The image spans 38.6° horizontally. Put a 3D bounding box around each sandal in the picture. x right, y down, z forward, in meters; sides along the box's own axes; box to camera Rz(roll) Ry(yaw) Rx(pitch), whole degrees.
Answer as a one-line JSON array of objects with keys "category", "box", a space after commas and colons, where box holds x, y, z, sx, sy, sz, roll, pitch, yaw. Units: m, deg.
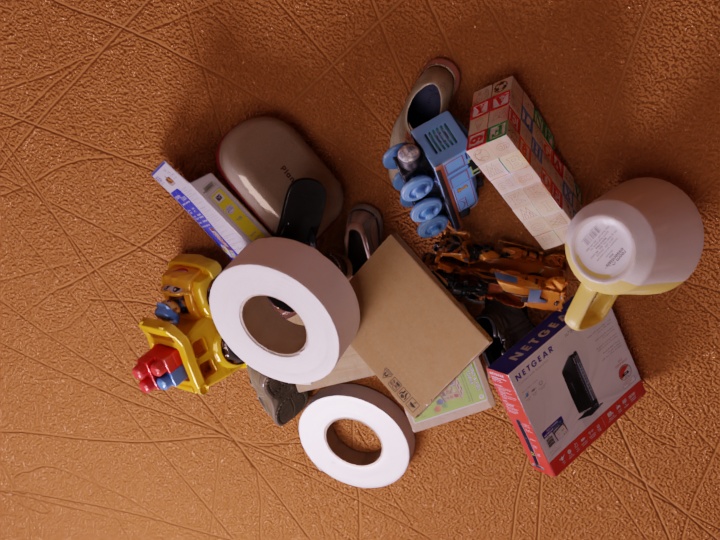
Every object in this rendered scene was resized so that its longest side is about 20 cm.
[{"category": "sandal", "box": [-0.090, -0.029, 1.421, 0.075, 0.045, 0.201, 4, 115, -20]}]

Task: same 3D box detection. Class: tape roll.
[{"category": "tape roll", "box": [-0.103, 0.057, 1.400, 0.202, 0.071, 0.203, 15, 130, 19]}, {"category": "tape roll", "box": [-0.007, 0.282, 1.742, 0.202, 0.037, 0.203, 11, 125, 16]}]

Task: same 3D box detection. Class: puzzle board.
[{"category": "puzzle board", "box": [-0.045, 0.098, 1.568, 0.200, 0.017, 0.151, -18, 91, 39]}]

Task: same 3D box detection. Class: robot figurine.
[{"category": "robot figurine", "box": [0.185, -0.004, 1.421, 0.199, 0.145, 0.058, 13, 119, 4]}]

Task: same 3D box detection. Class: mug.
[{"category": "mug", "box": [0.328, -0.017, 1.266, 0.149, 0.153, 0.187, 1, 98, 35]}]

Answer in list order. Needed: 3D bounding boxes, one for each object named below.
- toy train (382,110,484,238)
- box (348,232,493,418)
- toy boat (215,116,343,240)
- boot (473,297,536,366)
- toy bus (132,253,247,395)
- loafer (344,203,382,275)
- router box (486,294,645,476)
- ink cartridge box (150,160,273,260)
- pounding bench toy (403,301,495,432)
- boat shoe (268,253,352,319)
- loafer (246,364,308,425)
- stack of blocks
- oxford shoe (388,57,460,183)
[{"category": "toy train", "box": [0.105, -0.119, 1.366, 0.114, 0.087, 0.200, -28, 151, 2]}, {"category": "box", "box": [0.061, 0.076, 1.398, 0.200, 0.021, 0.164, 48, 116, 14]}, {"category": "toy boat", "box": [-0.128, -0.126, 1.496, 0.200, 0.131, 0.131, 50, 155, -13]}, {"category": "boot", "box": [0.223, 0.122, 1.483, 0.070, 0.132, 0.200, -26, 108, 33]}, {"category": "toy bus", "box": [-0.284, 0.100, 1.629, 0.135, 0.192, 0.201, 10, 125, 43]}, {"category": "loafer", "box": [0.000, 0.000, 1.541, 0.072, 0.063, 0.201, 8, 123, 18]}, {"category": "router box", "box": [0.292, 0.156, 1.440, 0.049, 0.200, 0.180, 12, 134, 59]}, {"category": "ink cartridge box", "box": [-0.217, -0.091, 1.519, 0.200, 0.047, 0.198, 49, 167, -11]}, {"category": "pounding bench toy", "box": [0.104, 0.102, 1.502, 0.124, 0.156, 0.201, -20, 101, 9]}, {"category": "boat shoe", "box": [-0.103, 0.026, 1.540, 0.200, 0.070, 0.071, -32, 77, 38]}, {"category": "loafer", "box": [-0.138, 0.190, 1.696, 0.067, 0.076, 0.200, 46, 161, 28]}, {"category": "stack of blocks", "box": [0.217, -0.136, 1.329, 0.058, 0.115, 0.200, -20, 130, 31]}, {"category": "oxford shoe", "box": [0.072, -0.187, 1.384, 0.071, 0.074, 0.200, 22, 127, 8]}]
